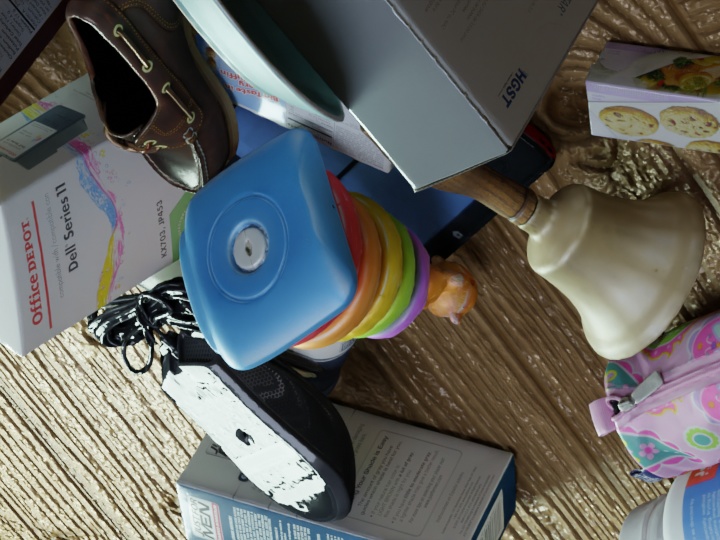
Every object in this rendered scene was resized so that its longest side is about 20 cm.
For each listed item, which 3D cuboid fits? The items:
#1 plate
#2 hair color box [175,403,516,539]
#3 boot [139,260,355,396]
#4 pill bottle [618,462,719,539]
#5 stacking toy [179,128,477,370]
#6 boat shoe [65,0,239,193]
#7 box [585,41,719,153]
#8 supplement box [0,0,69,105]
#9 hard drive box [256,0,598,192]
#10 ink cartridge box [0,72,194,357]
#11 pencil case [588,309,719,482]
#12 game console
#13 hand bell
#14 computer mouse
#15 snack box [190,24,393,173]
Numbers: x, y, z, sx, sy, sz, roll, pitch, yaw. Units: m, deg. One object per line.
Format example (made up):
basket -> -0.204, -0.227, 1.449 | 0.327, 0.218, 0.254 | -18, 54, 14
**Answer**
plate -> -0.078, -0.150, 1.494 | 0.026, 0.200, 0.200 | -36, 110, 10
hair color box -> -0.008, 0.147, 1.892 | 0.199, 0.100, 0.061 | 15, 139, 19
boot -> -0.097, 0.015, 1.840 | 0.199, 0.073, 0.090 | 30, 148, 8
pill bottle -> 0.251, 0.152, 1.733 | 0.200, 0.112, 0.112 | -26, 114, 43
stacking toy -> 0.000, 0.000, 1.689 | 0.110, 0.117, 0.200 | -32, 153, 32
boat shoe -> -0.121, -0.103, 1.609 | 0.070, 0.071, 0.200 | 15, 150, 24
box -> 0.220, -0.086, 1.574 | 0.199, 0.039, 0.042 | 10, 136, 22
supplement box -> -0.285, -0.147, 1.696 | 0.197, 0.200, 0.133 | -21, 117, 42
hard drive box -> 0.023, -0.170, 1.523 | 0.077, 0.156, 0.200 | -22, 116, 43
ink cartridge box -> -0.181, -0.032, 1.711 | 0.067, 0.200, 0.118 | 30, 140, 35
pencil case -> 0.227, 0.057, 1.674 | 0.200, 0.088, 0.087 | -25, 114, 43
game console -> -0.002, -0.072, 1.728 | 0.177, 0.031, 0.200 | 39, 139, -8
hand bell -> 0.083, -0.037, 1.609 | 0.199, 0.105, 0.104 | 27, 143, -25
computer mouse -> -0.068, 0.072, 1.807 | 0.200, 0.053, 0.138 | 48, 148, -16
snack box -> -0.066, -0.121, 1.625 | 0.199, 0.024, 0.072 | 25, 150, 12
